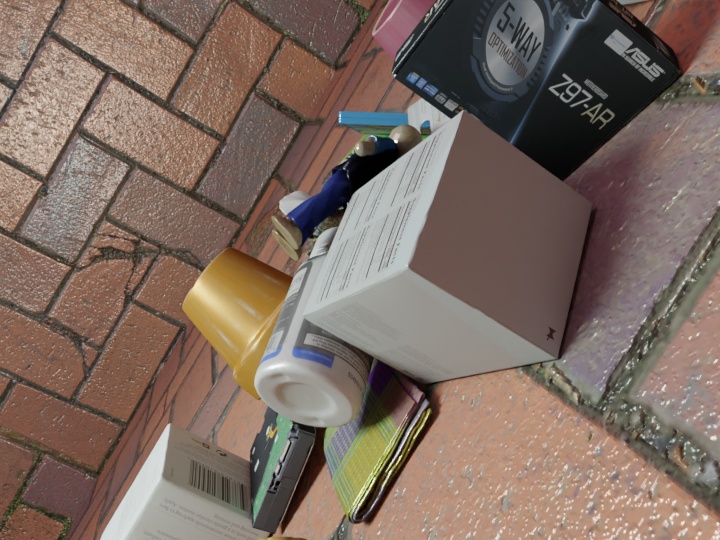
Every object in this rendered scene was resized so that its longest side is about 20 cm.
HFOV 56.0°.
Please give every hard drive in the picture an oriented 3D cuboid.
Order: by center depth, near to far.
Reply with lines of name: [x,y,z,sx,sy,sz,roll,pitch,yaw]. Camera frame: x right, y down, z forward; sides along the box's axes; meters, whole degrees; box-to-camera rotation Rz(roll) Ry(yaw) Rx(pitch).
hard drive: [-0.107,0.233,0.906,0.200,0.037,0.141,-129,60,-75]

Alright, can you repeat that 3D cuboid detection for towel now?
towel: [0.010,0.170,0.734,0.145,0.023,0.200,-60,16,1]

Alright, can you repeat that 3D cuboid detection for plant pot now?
plant pot: [0.123,-0.345,0.993,0.201,0.178,0.201,-51,17,23]
plant pot: [-0.172,0.068,1.070,0.201,0.182,0.200,-53,0,0]

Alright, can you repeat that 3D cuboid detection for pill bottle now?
pill bottle: [-0.031,0.055,0.735,0.114,0.113,0.202,-41,24,47]

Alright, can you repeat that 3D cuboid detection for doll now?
doll: [-0.010,-0.095,0.744,0.200,0.049,0.137,-42,-8,-15]

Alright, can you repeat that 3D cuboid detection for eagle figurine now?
eagle figurine: [-0.010,-0.102,1.058,0.200,0.153,0.150,-42,-16,31]

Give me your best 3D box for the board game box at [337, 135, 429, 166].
board game box: [0.057,-0.159,0.980,0.198,0.030,0.096,8,50,44]

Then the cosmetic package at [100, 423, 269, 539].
cosmetic package: [-0.240,0.353,0.909,0.201,0.164,0.165,-57,16,3]

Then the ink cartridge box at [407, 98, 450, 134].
ink cartridge box: [0.147,-0.178,0.756,0.199,0.057,0.164,-34,38,32]

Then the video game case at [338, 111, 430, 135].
video game case: [0.055,-0.203,0.946,0.200,0.141,0.018,-45,-42,-79]

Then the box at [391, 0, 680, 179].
box: [0.152,-0.185,0.604,0.160,0.199,0.044,-44,22,39]

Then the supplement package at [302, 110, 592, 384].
supplement package: [0.073,-0.006,0.613,0.200,0.151,0.152,-28,36,59]

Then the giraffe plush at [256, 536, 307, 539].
giraffe plush: [-0.140,0.353,0.659,0.173,0.197,0.164,81,-175,-67]

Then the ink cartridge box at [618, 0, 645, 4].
ink cartridge box: [0.248,-0.376,0.738,0.144,0.083,0.202,-1,54,30]
